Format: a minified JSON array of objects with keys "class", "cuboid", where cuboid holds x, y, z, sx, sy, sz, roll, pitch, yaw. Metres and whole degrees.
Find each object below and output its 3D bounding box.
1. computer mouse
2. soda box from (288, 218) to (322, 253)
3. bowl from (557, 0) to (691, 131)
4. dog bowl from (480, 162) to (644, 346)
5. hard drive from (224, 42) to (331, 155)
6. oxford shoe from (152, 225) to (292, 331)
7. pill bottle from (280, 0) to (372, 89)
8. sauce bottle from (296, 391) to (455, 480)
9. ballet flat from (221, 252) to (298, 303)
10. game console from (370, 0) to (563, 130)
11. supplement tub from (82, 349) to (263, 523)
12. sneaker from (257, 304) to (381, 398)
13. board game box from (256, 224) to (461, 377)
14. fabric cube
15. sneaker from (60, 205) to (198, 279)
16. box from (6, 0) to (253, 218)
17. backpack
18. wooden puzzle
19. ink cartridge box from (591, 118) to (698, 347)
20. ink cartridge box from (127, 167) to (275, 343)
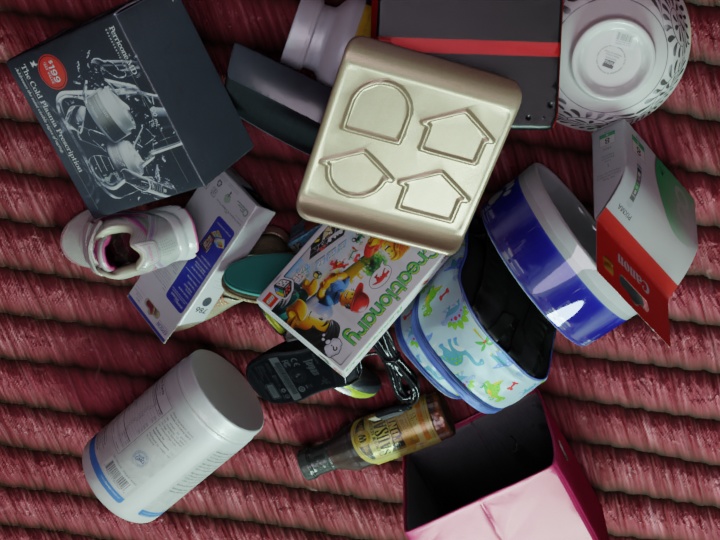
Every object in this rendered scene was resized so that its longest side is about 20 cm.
[{"class":"computer mouse","cuboid":[-0.025,0.122,1.360,0.200,0.046,0.141,-23,115,28]},{"class":"soda box","cuboid":[0.015,-0.065,1.362,0.200,0.064,0.068,-31,109,12]},{"class":"bowl","cuboid":[0.268,-0.237,1.269,0.200,0.094,0.201,1,112,2]},{"class":"dog bowl","cuboid":[0.224,-0.018,1.299,0.079,0.200,0.200,-37,106,18]},{"class":"hard drive","cuboid":[-0.060,-0.170,1.288,0.200,0.135,0.042,27,76,-5]},{"class":"oxford shoe","cuboid":[-0.172,0.017,1.396,0.200,0.074,0.071,-35,106,15]},{"class":"pill bottle","cuboid":[0.020,-0.229,1.272,0.200,0.112,0.112,19,111,-6]},{"class":"sauce bottle","cuboid":[0.018,0.213,1.470,0.200,0.066,0.066,-24,109,9]},{"class":"ballet flat","cuboid":[-0.056,0.014,1.328,0.200,0.071,0.065,-5,149,5]},{"class":"game console","cuboid":[0.110,-0.236,1.209,0.200,0.031,0.177,1,102,-3]},{"class":"supplement tub","cuboid":[-0.232,0.206,1.442,0.200,0.132,0.132,-39,105,15]},{"class":"sneaker","cuboid":[-0.038,0.077,1.416,0.081,0.074,0.200,-41,111,8]},{"class":"board game box","cuboid":[0.000,0.000,1.272,0.126,0.035,0.200,38,80,14]},{"class":"fabric cube","cuboid":[0.182,0.301,1.427,0.200,0.196,0.200,-27,108,12]},{"class":"sneaker","cuboid":[-0.285,-0.034,1.345,0.200,0.088,0.082,-4,106,38]},{"class":"box","cuboid":[-0.249,-0.180,1.270,0.182,0.104,0.200,-13,112,36]},{"class":"backpack","cuboid":[0.132,0.063,1.333,0.147,0.200,0.183,-37,107,27]},{"class":"wooden puzzle","cuboid":[0.046,-0.128,1.202,0.185,0.046,0.200,14,117,-12]},{"class":"ink cartridge box","cuboid":[0.311,-0.042,1.267,0.050,0.200,0.161,-25,131,32]},{"class":"ink cartridge box","cuboid":[-0.187,-0.018,1.363,0.039,0.099,0.200,20,111,-52]}]
